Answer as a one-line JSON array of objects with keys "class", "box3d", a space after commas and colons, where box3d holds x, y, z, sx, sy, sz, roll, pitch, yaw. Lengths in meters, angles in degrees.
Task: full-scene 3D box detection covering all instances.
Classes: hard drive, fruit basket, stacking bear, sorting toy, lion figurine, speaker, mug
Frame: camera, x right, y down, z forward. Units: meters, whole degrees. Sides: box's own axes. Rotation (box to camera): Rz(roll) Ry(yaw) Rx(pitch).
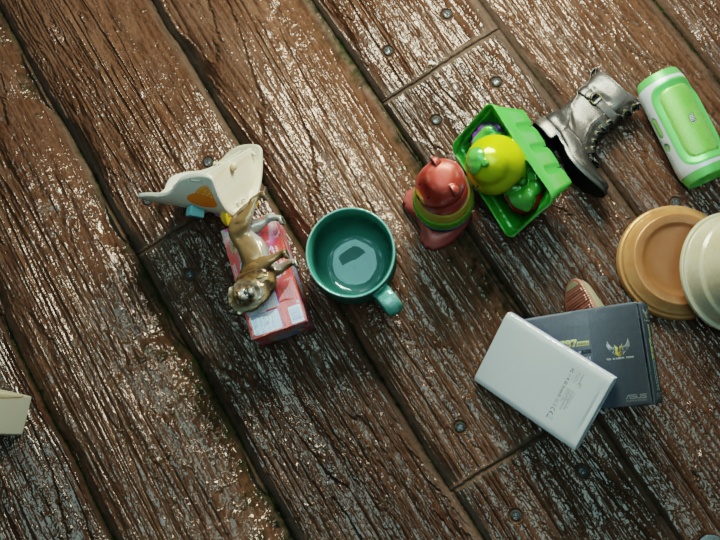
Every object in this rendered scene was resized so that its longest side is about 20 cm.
[{"class": "hard drive", "box3d": [0.292, 0.174, 1.237, 0.200, 0.025, 0.133, 34, 108, 32]}, {"class": "fruit basket", "box3d": [0.231, -0.167, 1.284, 0.214, 0.156, 0.217, 12, 58, -21]}, {"class": "stacking bear", "box3d": [0.134, -0.124, 1.281, 0.113, 0.200, 0.122, -25, 77, 1]}, {"class": "sorting toy", "box3d": [-0.287, -0.146, 1.356, 0.179, 0.200, 0.108, 2, 113, 18]}, {"class": "lion figurine", "box3d": [-0.177, -0.034, 1.267, 0.122, 0.072, 0.201, -25, 62, 13]}, {"class": "speaker", "box3d": [0.557, -0.247, 1.333, 0.088, 0.088, 0.201, -22, 77, 0]}, {"class": "mug", "box3d": [-0.011, -0.004, 1.313, 0.151, 0.114, 0.186, -7, 78, 3]}]

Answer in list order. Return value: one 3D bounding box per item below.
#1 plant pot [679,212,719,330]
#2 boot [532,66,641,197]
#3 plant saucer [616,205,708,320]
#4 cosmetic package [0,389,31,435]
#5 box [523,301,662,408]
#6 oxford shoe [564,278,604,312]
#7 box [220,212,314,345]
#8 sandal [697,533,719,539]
[{"class": "plant pot", "box3d": [0.640, -0.007, 1.196, 0.199, 0.183, 0.202, 2, 83, -15]}, {"class": "boot", "box3d": [0.421, -0.247, 1.352, 0.174, 0.069, 0.200, -35, 76, -2]}, {"class": "plant saucer", "box3d": [0.540, -0.016, 1.310, 0.199, 0.037, 0.202, -1, 79, 5]}, {"class": "cosmetic package", "box3d": [-0.646, 0.229, 1.273, 0.103, 0.200, 0.074, 10, 80, 6]}, {"class": "box", "box3d": [0.367, 0.142, 1.232, 0.199, 0.051, 0.159, -12, 79, 35]}, {"class": "oxford shoe", "box3d": [0.408, 0.104, 1.292, 0.073, 0.071, 0.201, -12, 72, -28]}, {"class": "box", "box3d": [-0.160, 0.017, 1.330, 0.102, 0.095, 0.201, -19, 77, 0]}, {"class": "sandal", "box3d": [0.612, 0.489, 1.193, 0.199, 0.045, 0.075, 35, 83, 11]}]
